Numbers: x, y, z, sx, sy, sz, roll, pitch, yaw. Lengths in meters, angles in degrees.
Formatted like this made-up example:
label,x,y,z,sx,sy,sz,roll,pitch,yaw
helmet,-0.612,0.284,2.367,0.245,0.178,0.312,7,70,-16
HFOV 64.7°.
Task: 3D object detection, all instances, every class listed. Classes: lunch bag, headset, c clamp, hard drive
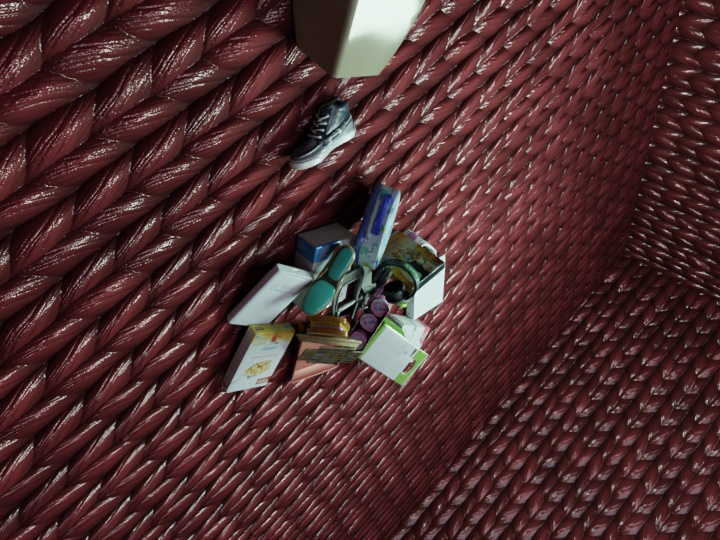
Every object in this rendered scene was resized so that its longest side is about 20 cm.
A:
label,x,y,z,sx,sy,sz,roll,pitch,yaw
lunch bag,0.043,-0.118,1.508,0.161,0.081,0.204,102,7,-72
headset,0.071,0.047,1.561,0.124,0.198,0.094,48,45,-14
c clamp,-0.034,0.077,1.557,0.199,0.027,0.174,-18,129,-64
hard drive,-0.221,0.066,1.400,0.200,0.027,0.131,-44,150,21

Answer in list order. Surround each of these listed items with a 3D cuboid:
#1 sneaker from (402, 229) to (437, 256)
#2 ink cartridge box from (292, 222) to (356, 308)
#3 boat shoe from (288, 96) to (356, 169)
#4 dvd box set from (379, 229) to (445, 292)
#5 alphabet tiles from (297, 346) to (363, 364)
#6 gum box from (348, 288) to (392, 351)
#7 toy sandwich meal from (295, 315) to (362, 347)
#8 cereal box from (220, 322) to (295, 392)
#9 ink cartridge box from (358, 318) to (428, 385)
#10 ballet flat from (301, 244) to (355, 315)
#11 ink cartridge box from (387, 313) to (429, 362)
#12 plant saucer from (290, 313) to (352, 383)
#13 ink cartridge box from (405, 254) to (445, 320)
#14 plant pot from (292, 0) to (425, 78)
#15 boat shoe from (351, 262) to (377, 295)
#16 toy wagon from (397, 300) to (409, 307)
label,x,y,z,sx,sy,sz,roll,pitch,yaw
sneaker,0.202,-0.045,1.820,0.073,0.113,0.200,-53,147,-4
ink cartridge box,-0.101,-0.006,1.502,0.143,0.084,0.204,-19,131,-41
boat shoe,-0.093,-0.314,1.282,0.200,0.074,0.094,-43,138,-31
dvd box set,0.129,-0.029,1.664,0.145,0.199,0.030,-35,144,-26
alphabet tiles,-0.086,0.239,1.590,0.162,0.006,0.200,5,158,-16
gum box,0.037,0.139,1.728,0.202,0.065,0.114,-59,178,28
toy sandwich meal,-0.086,0.162,1.526,0.204,0.201,0.072,18,77,-54
cereal box,-0.270,0.229,1.503,0.142,0.039,0.202,0,126,-50
ink cartridge box,0.101,0.264,1.873,0.198,0.076,0.149,35,102,-21
ballet flat,-0.079,0.025,1.425,0.068,0.063,0.201,37,90,-11
ink cartridge box,0.142,0.239,2.003,0.198,0.082,0.149,15,106,-55
plant saucer,-0.123,0.224,1.707,0.197,0.036,0.203,-11,126,-46
ink cartridge box,0.228,0.054,2.003,0.160,0.050,0.204,-28,129,-34
plant pot,-0.023,-0.496,1.118,0.198,0.200,0.179,-19,143,-41
boat shoe,0.000,0.000,1.652,0.075,0.061,0.201,-49,148,-13
toy wagon,0.139,0.031,1.739,0.039,0.201,0.159,3,111,-15
